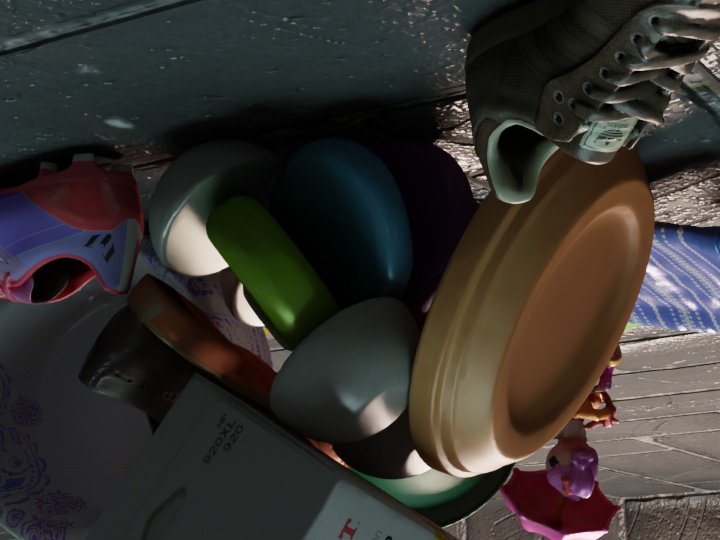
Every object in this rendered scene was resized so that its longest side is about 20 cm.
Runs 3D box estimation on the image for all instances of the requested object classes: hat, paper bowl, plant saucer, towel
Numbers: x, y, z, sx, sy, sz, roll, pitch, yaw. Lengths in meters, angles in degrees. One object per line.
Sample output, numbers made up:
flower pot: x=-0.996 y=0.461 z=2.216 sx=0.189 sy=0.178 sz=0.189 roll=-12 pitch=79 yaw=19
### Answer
hat: x=0.036 y=0.109 z=1.241 sx=0.199 sy=0.166 sz=0.176 roll=-28 pitch=160 yaw=-11
paper bowl: x=-0.144 y=0.084 z=0.995 sx=0.200 sy=0.202 sz=0.104 roll=-9 pitch=160 yaw=27
plant saucer: x=0.096 y=0.019 z=0.804 sx=0.037 sy=0.201 sz=0.200 roll=27 pitch=-179 yaw=28
towel: x=0.169 y=0.007 z=0.956 sx=0.199 sy=0.024 sz=0.145 roll=4 pitch=158 yaw=45

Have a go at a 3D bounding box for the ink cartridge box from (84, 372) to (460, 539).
ink cartridge box: x=-0.026 y=0.177 z=0.809 sx=0.200 sy=0.148 sz=0.144 roll=37 pitch=172 yaw=-39

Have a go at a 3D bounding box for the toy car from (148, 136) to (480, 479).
toy car: x=0.000 y=0.000 z=0.826 sx=0.150 sy=0.175 sz=0.200 roll=-41 pitch=152 yaw=3

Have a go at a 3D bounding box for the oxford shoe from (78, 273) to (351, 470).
oxford shoe: x=-0.077 y=0.081 z=0.878 sx=0.200 sy=0.073 sz=0.071 roll=44 pitch=179 yaw=-38

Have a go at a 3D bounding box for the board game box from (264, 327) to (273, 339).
board game box: x=-0.171 y=0.032 z=1.144 sx=0.199 sy=0.034 sz=0.134 roll=-8 pitch=165 yaw=23

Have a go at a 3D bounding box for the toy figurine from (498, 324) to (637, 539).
toy figurine: x=0.165 y=0.119 z=1.234 sx=0.149 sy=0.185 sz=0.200 roll=0 pitch=166 yaw=-8

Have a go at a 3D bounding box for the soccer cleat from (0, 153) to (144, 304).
soccer cleat: x=-0.199 y=-0.010 z=0.875 sx=0.199 sy=0.077 sz=0.067 roll=-12 pitch=163 yaw=35

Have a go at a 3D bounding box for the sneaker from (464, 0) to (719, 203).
sneaker: x=0.107 y=-0.083 z=0.619 sx=0.070 sy=0.076 sz=0.200 roll=4 pitch=166 yaw=-23
